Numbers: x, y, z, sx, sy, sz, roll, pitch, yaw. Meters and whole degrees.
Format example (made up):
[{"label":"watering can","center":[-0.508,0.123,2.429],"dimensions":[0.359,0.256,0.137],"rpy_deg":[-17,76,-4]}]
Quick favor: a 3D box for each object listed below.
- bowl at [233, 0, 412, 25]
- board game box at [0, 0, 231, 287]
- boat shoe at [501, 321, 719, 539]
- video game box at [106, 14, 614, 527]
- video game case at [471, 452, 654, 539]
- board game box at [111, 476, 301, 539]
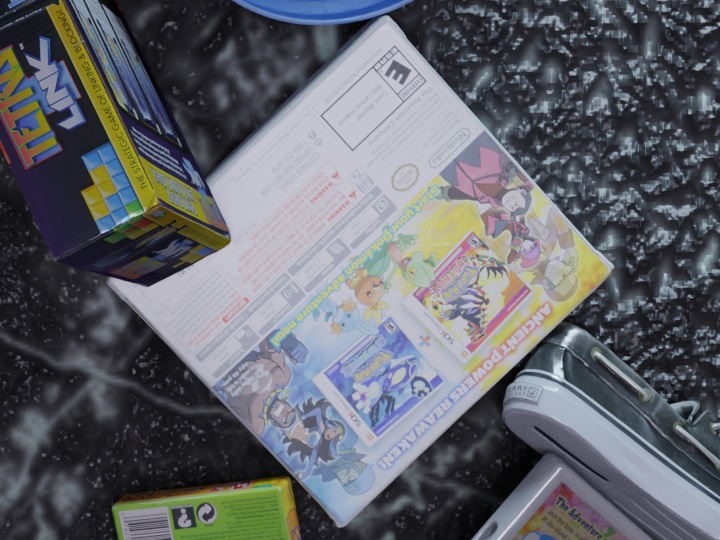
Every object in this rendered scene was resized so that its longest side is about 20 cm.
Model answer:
[{"label":"bowl","center":[-0.015,-0.223,1.088],"dimensions":[0.199,0.039,0.202],"rpy_deg":[-9,116,-18]},{"label":"board game box","center":[-0.132,-0.081,1.019],"dimensions":[0.056,0.200,0.166],"rpy_deg":[-26,84,3]},{"label":"boat shoe","center":[0.166,0.099,1.175],"dimensions":[0.200,0.072,0.071],"rpy_deg":[39,68,-23]},{"label":"video game box","center":[0.000,0.000,1.150],"dimensions":[0.200,0.047,0.182],"rpy_deg":[-43,99,0]},{"label":"video game case","center":[0.109,0.222,1.187],"dimensions":[0.200,0.024,0.182],"rpy_deg":[41,91,-27]},{"label":"board game box","center":[-0.066,0.212,1.167],"dimensions":[0.095,0.030,0.202],"rpy_deg":[-7,98,14]}]
